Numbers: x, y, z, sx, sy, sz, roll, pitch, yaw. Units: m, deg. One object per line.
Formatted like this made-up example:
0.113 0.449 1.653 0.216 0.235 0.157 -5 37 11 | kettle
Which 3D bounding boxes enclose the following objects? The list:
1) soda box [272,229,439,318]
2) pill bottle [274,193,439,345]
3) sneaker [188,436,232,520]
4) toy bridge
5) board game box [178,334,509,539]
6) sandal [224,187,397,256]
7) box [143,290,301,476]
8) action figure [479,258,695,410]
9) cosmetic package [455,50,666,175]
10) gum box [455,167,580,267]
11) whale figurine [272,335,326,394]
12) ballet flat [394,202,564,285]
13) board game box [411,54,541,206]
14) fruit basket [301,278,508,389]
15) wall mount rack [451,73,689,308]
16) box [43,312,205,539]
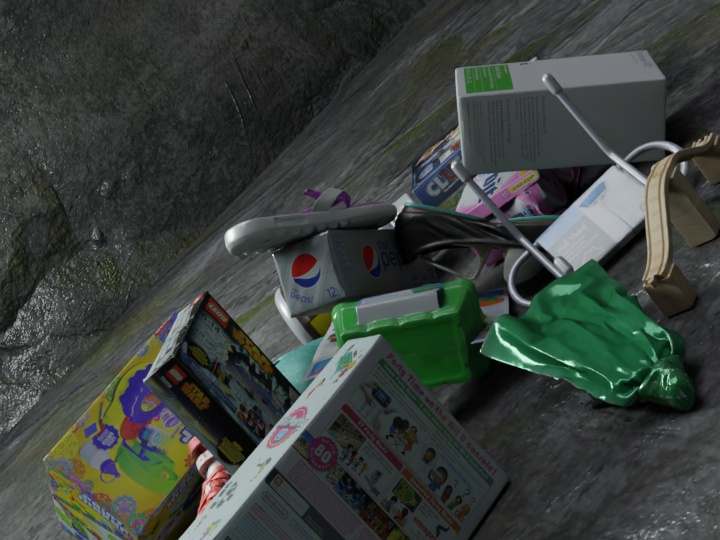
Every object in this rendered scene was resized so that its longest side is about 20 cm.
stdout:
0.000 0.000 1.083 0.067 0.065 0.199 -21 -8 28 | soda box
0.003 0.005 1.304 0.199 0.109 0.109 -41 14 5 | pill bottle
-0.121 0.194 0.972 0.067 0.108 0.201 -46 -6 27 | sneaker
0.250 -0.050 0.874 0.027 0.067 0.201 -28 20 43 | toy bridge
-0.010 0.169 0.778 0.200 0.148 0.064 -48 13 -23 | board game box
-0.040 -0.054 1.042 0.201 0.051 0.082 -10 -10 -47 | sandal
-0.091 0.125 0.959 0.040 0.200 0.137 -37 15 15 | box
0.174 0.057 0.796 0.118 0.055 0.200 -42 21 -5 | action figure
0.195 -0.156 1.109 0.196 0.086 0.108 -6 25 5 | cosmetic package
0.175 -0.097 1.220 0.113 0.066 0.201 -35 16 31 | gum box
-0.036 0.104 1.127 0.158 0.104 0.201 -29 21 43 | whale figurine
0.128 -0.023 1.068 0.196 0.070 0.068 5 -2 20 | ballet flat
0.143 -0.160 1.290 0.199 0.035 0.136 -41 12 13 | board game box
0.046 0.047 1.019 0.182 0.095 0.200 -11 15 10 | fruit basket
0.183 -0.072 0.987 0.200 0.075 0.174 -42 49 0 | wall mount rack
-0.208 0.190 1.160 0.201 0.121 0.194 -51 -12 -31 | box
